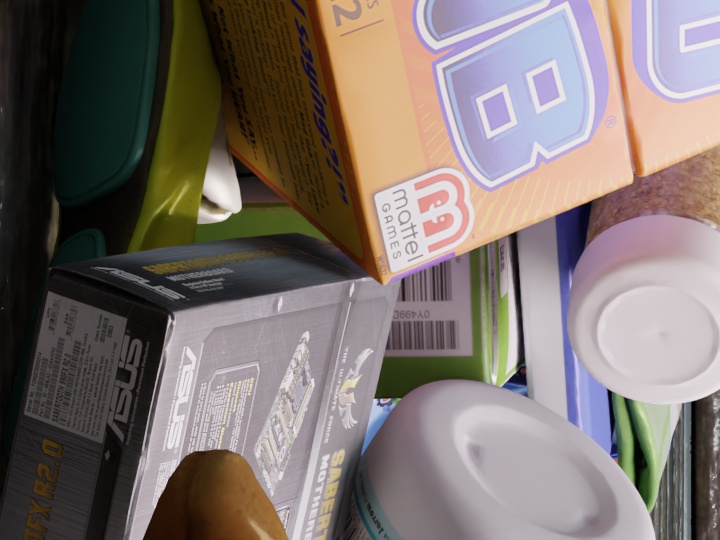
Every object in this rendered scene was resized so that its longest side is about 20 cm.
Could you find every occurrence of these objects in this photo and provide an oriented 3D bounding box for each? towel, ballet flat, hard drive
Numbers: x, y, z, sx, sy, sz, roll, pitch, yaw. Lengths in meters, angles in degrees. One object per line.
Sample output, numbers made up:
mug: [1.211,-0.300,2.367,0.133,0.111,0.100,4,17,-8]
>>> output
towel: [0.145,-0.010,1.183,0.201,0.030,0.150,-67,155,-43]
ballet flat: [-0.076,-0.013,0.935,0.067,0.067,0.201,22,66,-35]
hard drive: [0.084,-0.009,1.087,0.132,0.025,0.201,-71,159,-58]

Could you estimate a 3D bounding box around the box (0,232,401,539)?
box: [-0.060,0.093,0.873,0.158,0.048,0.201,-12,117,-63]

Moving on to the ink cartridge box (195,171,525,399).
ink cartridge box: [0.000,0.000,1.099,0.200,0.147,0.076,-27,115,-76]

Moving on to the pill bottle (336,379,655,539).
pill bottle: [0.015,0.146,0.989,0.201,0.110,0.111,-58,-177,28]

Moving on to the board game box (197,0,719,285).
board game box: [0.033,-0.151,0.938,0.200,0.199,0.201,42,-30,56]

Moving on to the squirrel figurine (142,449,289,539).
squirrel figurine: [-0.082,0.169,0.692,0.201,0.141,0.187,64,21,2]

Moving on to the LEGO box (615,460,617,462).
LEGO box: [0.088,0.057,1.486,0.200,0.148,0.078,-47,135,-72]

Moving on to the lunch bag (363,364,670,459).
lunch bag: [0.074,0.027,1.307,0.151,0.199,0.095,-73,158,-52]

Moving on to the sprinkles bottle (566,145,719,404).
sprinkles bottle: [0.122,-0.034,1.037,0.200,0.068,0.069,-74,159,-54]
